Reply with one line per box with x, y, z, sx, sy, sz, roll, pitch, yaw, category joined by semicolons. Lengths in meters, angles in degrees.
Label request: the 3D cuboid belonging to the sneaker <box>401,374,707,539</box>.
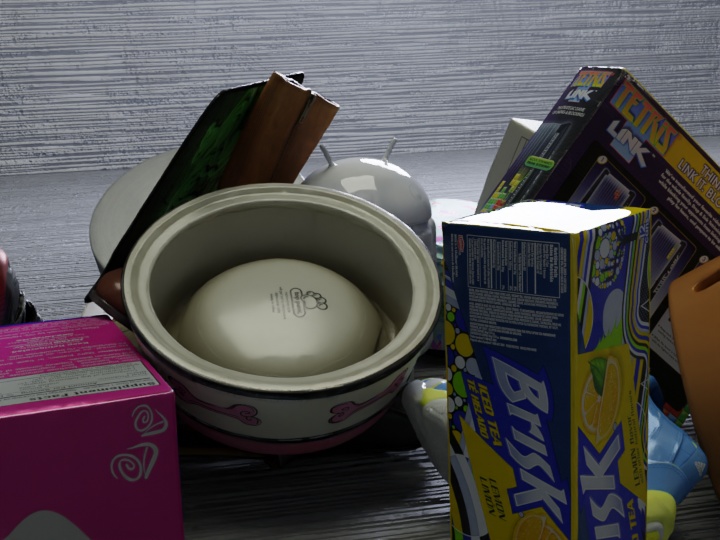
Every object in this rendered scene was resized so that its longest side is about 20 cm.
0.112;0.096;0.629;0.105;0.076;0.200;-34;34;-19;sneaker

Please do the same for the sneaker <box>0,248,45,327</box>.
-0.252;0.050;0.788;0.097;0.201;0.071;9;50;-12;sneaker

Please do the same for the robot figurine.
0.000;0.000;0.861;0.112;0.202;0.169;9;15;41;robot figurine

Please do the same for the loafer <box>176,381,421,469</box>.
-0.048;0.104;0.733;0.198;0.073;0.073;3;40;3;loafer

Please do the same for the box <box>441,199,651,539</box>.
0.081;0.075;0.472;0.064;0.202;0.070;8;16;39;box

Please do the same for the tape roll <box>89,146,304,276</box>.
-0.139;-0.029;0.998;0.198;0.067;0.201;-3;45;3;tape roll

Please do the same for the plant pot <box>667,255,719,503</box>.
0.258;0.055;0.616;0.139;0.202;0.200;-15;6;21;plant pot

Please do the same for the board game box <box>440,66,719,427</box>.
0.178;-0.009;0.742;0.200;0.166;0.057;39;-7;-23;board game box

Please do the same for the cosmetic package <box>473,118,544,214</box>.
0.198;-0.038;0.903;0.087;0.104;0.200;-1;30;-42;cosmetic package

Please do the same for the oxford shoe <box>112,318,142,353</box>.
-0.157;0.075;0.855;0.199;0.071;0.074;8;17;42;oxford shoe

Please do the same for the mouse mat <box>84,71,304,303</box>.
-0.122;-0.064;0.831;0.008;0.201;0.161;39;24;6;mouse mat

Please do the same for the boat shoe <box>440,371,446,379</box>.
0.113;0.084;0.743;0.074;0.076;0.202;-7;12;-24;boat shoe

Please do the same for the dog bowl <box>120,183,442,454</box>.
-0.050;0.031;0.704;0.198;0.074;0.201;3;39;-3;dog bowl

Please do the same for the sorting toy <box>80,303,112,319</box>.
-0.165;0.030;1.038;0.198;0.108;0.180;14;29;20;sorting toy

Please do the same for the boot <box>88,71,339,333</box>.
-0.096;-0.048;0.798;0.068;0.201;0.188;38;15;20;boot

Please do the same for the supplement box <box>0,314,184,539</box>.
-0.177;0.099;0.654;0.102;0.102;0.200;-6;12;-21;supplement box

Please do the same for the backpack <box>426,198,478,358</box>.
0.086;0.004;1.025;0.166;0.128;0.199;9;18;32;backpack
